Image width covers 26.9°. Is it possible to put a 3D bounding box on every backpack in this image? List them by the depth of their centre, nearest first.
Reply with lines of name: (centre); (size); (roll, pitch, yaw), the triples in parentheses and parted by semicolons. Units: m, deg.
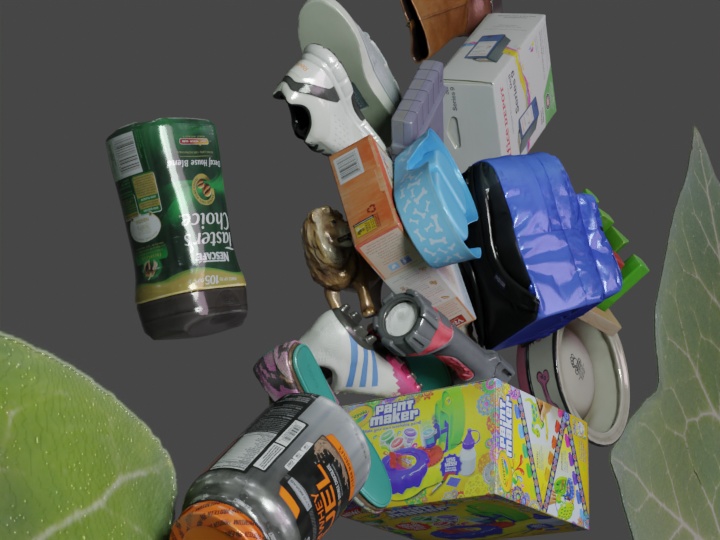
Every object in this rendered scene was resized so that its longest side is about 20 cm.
backpack: (0.189, -0.031, 1.712); (0.167, 0.162, 0.201); (-13, 75, -31)

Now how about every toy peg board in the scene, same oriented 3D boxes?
toy peg board: (0.254, -0.044, 1.900); (0.199, 0.098, 0.200); (27, 25, -44)

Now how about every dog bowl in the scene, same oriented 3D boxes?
dog bowl: (0.077, -0.072, 1.573); (0.112, 0.049, 0.200); (58, 14, -21)
dog bowl: (0.276, 0.136, 1.977); (0.200, 0.074, 0.201); (23, 61, -49)

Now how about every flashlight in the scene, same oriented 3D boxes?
flashlight: (0.089, 0.089, 1.617); (0.200, 0.067, 0.068); (42, 69, -49)

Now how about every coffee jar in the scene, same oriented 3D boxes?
coffee jar: (-0.167, -0.037, 1.394); (0.104, 0.085, 0.201); (-6, 84, -55)

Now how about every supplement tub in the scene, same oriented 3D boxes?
supplement tub: (-0.083, 0.210, 1.393); (0.200, 0.122, 0.123); (-44, 114, -51)

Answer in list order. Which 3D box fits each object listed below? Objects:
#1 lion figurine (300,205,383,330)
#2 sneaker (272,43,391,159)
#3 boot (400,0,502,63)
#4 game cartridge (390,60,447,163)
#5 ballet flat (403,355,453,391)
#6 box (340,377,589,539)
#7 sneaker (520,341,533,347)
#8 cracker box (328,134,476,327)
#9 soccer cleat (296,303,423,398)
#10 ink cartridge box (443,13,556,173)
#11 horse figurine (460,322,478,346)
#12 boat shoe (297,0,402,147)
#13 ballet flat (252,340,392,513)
lion figurine: (0.000, 0.000, 1.649); (0.200, 0.072, 0.123); (17, 54, -67)
sneaker: (-0.032, -0.151, 1.659); (0.080, 0.074, 0.200); (-45, 125, -19)
boot: (0.097, -0.378, 1.930); (0.200, 0.068, 0.189); (-30, 116, -49)
game cartridge: (0.069, -0.123, 1.731); (0.130, 0.038, 0.201); (-69, 161, -46)
ballet flat: (0.085, 0.133, 1.731); (0.200, 0.067, 0.062); (58, 8, -29)
box: (0.110, 0.209, 1.601); (0.192, 0.199, 0.123); (27, 57, -47)
sneaker: (0.160, 0.014, 1.861); (0.200, 0.078, 0.070); (40, 12, -11)
cracker box: (0.046, -0.033, 1.613); (0.200, 0.058, 0.134); (48, 20, -47)
soccer cleat: (-0.006, 0.101, 1.599); (0.200, 0.086, 0.070); (43, 11, -53)
ink cartridge box: (0.173, -0.220, 1.912); (0.200, 0.087, 0.146); (-50, 138, -47)
horse figurine: (0.106, 0.054, 1.757); (0.201, 0.050, 0.133); (65, 18, -12)
boat shoe: (-0.009, -0.234, 1.718); (0.201, 0.070, 0.072); (59, 27, -30)
ballet flat: (-0.042, 0.161, 1.512); (0.200, 0.071, 0.069); (58, 34, -14)
